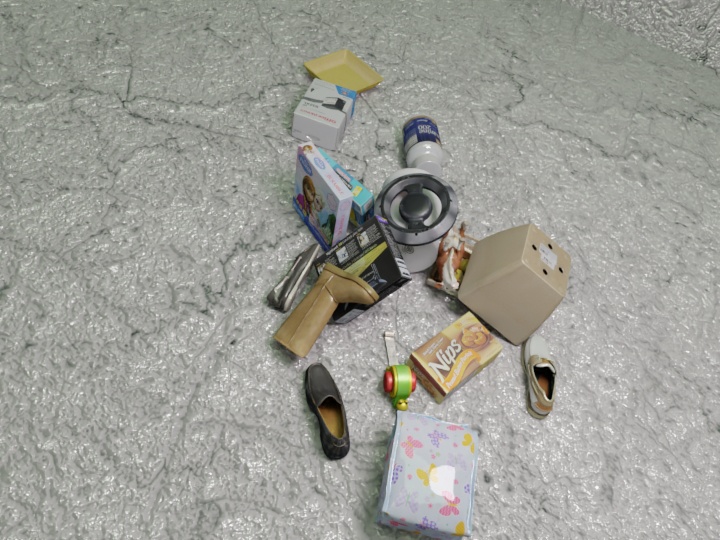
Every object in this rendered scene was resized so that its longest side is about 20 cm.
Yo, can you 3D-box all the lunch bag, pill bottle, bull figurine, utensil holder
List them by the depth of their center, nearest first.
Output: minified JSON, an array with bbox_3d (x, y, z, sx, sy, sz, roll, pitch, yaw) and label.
[{"bbox_3d":[0.127,0.375,1.061,0.165,0.128,0.204,13,59,0],"label":"lunch bag"},{"bbox_3d":[0.220,-0.046,1.373,0.064,0.123,0.202,11,43,3],"label":"bull figurine"},{"bbox_3d":[0.124,-0.123,1.435,0.166,0.172,0.203,12,51,-3],"label":"utensil holder"},{"bbox_3d":[0.183,-0.353,1.671,0.108,0.112,0.203,4,51,-10],"label":"pill bottle"}]

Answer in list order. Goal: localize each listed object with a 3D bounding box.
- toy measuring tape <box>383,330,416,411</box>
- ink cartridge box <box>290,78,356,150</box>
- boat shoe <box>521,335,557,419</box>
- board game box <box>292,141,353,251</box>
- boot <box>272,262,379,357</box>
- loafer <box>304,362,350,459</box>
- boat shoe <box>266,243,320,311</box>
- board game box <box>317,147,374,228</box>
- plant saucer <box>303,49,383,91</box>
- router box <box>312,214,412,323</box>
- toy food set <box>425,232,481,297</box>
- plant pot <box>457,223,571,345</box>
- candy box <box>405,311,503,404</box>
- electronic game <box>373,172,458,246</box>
[{"bbox_3d":[0.079,0.202,1.223,0.072,0.074,0.203,2,51,-11],"label":"toy measuring tape"},{"bbox_3d":[-0.108,-0.470,1.714,0.142,0.085,0.202,19,50,2],"label":"ink cartridge box"},{"bbox_3d":[0.408,0.225,1.284,0.073,0.069,0.203,11,50,-5],"label":"boat shoe"},{"bbox_3d":[-0.098,-0.171,1.398,0.041,0.202,0.201,-21,58,-27],"label":"board game box"},{"bbox_3d":[-0.071,0.098,1.203,0.174,0.066,0.202,23,73,45],"label":"boot"},{"bbox_3d":[-0.062,0.264,1.137,0.071,0.073,0.202,-11,54,-20],"label":"loafer"},{"bbox_3d":[-0.153,0.003,1.332,0.056,0.067,0.202,25,54,2],"label":"boat shoe"},{"bbox_3d":[-0.044,-0.197,1.462,0.047,0.152,0.200,-41,68,-13],"label":"board game box"},{"bbox_3d":[-0.057,-0.635,1.885,0.198,0.049,0.200,-32,64,-31],"label":"plant saucer"},{"bbox_3d":[0.000,0.000,1.278,0.052,0.198,0.160,15,47,-55],"label":"router box"},{"bbox_3d":[0.258,-0.014,1.447,0.141,0.061,0.202,23,50,5],"label":"toy food set"},{"bbox_3d":[0.374,0.014,1.337,0.198,0.177,0.202,37,50,-10],"label":"plant pot"},{"bbox_3d":[0.210,0.190,1.274,0.198,0.056,0.116,-29,63,-31],"label":"candy box"},{"bbox_3d":[0.127,-0.143,1.320,0.195,0.042,0.204,-5,58,8],"label":"electronic game"}]
